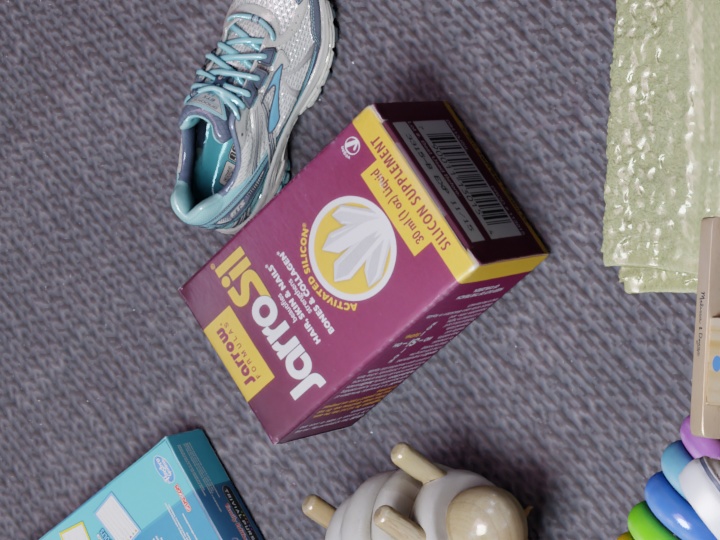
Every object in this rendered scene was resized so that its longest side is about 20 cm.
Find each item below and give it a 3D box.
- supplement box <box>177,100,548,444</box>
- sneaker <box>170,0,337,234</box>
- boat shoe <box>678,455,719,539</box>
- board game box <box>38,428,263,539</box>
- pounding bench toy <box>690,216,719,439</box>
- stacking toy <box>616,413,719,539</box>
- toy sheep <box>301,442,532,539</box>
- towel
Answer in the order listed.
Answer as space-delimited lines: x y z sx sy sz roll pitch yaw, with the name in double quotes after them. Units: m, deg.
0.000 0.000 1.498 0.200 0.103 0.131 -43 73 28 "supplement box"
-0.076 -0.117 1.546 0.077 0.086 0.202 20 105 28 "sneaker"
0.271 0.149 1.309 0.202 0.075 0.086 38 108 -23 "boat shoe"
-0.154 0.230 1.649 0.200 0.047 0.152 -38 74 29 "board game box"
0.278 -0.002 1.263 0.156 0.123 0.202 177 97 -66 "pounding bench toy"
0.187 0.168 1.388 0.085 0.085 0.201 39 104 23 "stacking toy"
0.032 0.188 1.481 0.200 0.137 0.139 -30 78 44 "toy sheep"
0.216 -0.082 1.394 0.147 0.036 0.202 3 97 33 "towel"
